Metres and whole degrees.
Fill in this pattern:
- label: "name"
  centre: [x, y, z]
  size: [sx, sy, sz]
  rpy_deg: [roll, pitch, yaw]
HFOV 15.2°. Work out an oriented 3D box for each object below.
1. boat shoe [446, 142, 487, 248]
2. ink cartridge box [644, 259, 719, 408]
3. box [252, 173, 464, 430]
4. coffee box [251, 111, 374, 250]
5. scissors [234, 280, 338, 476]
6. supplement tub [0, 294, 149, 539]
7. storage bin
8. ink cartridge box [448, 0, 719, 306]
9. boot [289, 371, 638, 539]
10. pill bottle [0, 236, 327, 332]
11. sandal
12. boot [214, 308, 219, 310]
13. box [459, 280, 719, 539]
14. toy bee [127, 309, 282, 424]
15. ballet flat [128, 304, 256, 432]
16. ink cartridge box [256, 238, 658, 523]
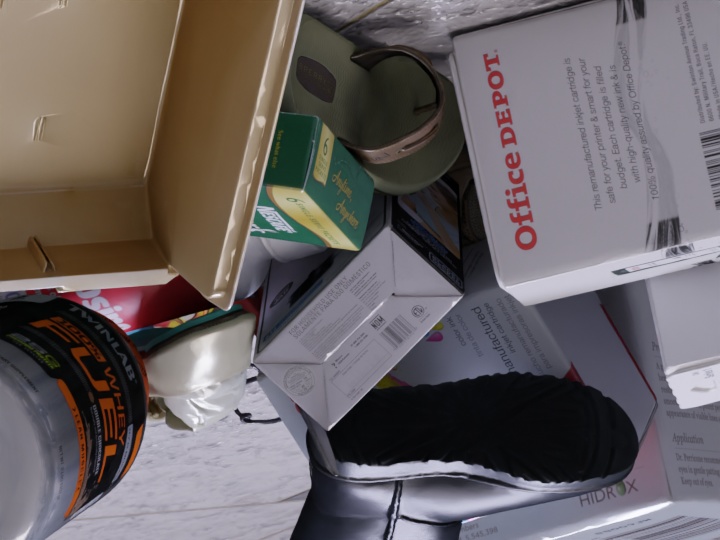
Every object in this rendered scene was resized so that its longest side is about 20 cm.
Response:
- label: "boat shoe"
  centre: [0.074, -0.043, 1.685]
  size: [0.200, 0.065, 0.072]
  rpy_deg: [-27, 117, 39]
- label: "ink cartridge box"
  centre: [0.205, -0.031, 1.606]
  size: [0.084, 0.201, 0.146]
  rpy_deg: [-13, 168, 9]
- label: "box"
  centre: [0.000, 0.000, 1.575]
  size: [0.117, 0.060, 0.200]
  rpy_deg: [-45, -168, 16]
- label: "coffee box"
  centre: [-0.102, -0.056, 1.416]
  size: [0.199, 0.044, 0.123]
  rpy_deg: [8, 167, 15]
- label: "scissors"
  centre: [-0.038, 0.054, 1.569]
  size: [0.014, 0.200, 0.073]
  rpy_deg: [-46, 142, 13]
- label: "supplement tub"
  centre: [-0.186, 0.081, 1.419]
  size: [0.122, 0.123, 0.200]
  rpy_deg: [-15, -174, 15]
- label: "storage bin"
  centre: [-0.146, -0.068, 1.159]
  size: [0.199, 0.094, 0.199]
  rpy_deg: [-5, 126, -29]
- label: "ink cartridge box"
  centre: [0.163, -0.076, 1.502]
  size: [0.199, 0.147, 0.084]
  rpy_deg: [-13, 169, 10]
- label: "boot"
  centre: [0.056, 0.139, 1.618]
  size: [0.199, 0.077, 0.169]
  rpy_deg: [0, 143, -6]
- label: "pill bottle"
  centre: [-0.122, -0.026, 1.540]
  size: [0.199, 0.113, 0.112]
  rpy_deg: [-16, 167, 16]
- label: "sandal"
  centre: [0.011, -0.088, 1.450]
  size: [0.057, 0.080, 0.201]
  rpy_deg: [-5, 171, 27]
- label: "boot"
  centre: [-0.086, 0.000, 1.795]
  size: [0.186, 0.065, 0.200]
  rpy_deg: [-23, 172, -8]
- label: "box"
  centre: [0.151, 0.102, 1.815]
  size: [0.199, 0.172, 0.199]
  rpy_deg: [-18, 164, 29]
- label: "toy bee"
  centre: [-0.129, 0.005, 1.693]
  size: [0.199, 0.131, 0.109]
  rpy_deg: [9, 128, -12]
- label: "ballet flat"
  centre: [-0.097, 0.060, 1.554]
  size: [0.069, 0.070, 0.200]
  rpy_deg: [-7, 177, -18]
- label: "ink cartridge box"
  centre: [0.059, 0.075, 1.672]
  size: [0.199, 0.146, 0.083]
  rpy_deg: [-22, -160, 30]
